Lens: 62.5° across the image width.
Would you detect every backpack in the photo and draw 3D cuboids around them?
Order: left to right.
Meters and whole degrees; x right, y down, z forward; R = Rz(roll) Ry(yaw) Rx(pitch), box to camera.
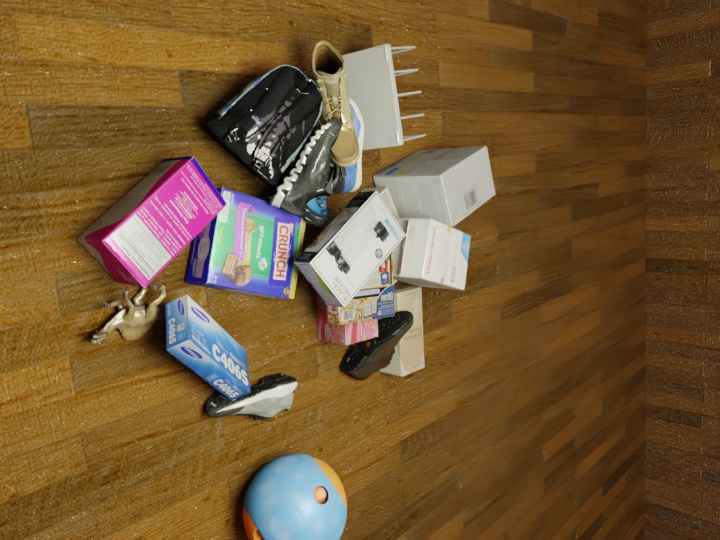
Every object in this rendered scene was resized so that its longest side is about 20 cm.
[{"bbox_3d":[-0.161,-0.278,1.079,0.163,0.154,0.200,40,86,-18],"label":"backpack"}]

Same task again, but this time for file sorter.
[{"bbox_3d":[0.054,-0.376,1.295,0.124,0.138,0.202,-23,110,-45],"label":"file sorter"}]

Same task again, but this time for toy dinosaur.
[{"bbox_3d":[-0.357,0.067,0.983,0.199,0.058,0.102,-10,117,-49],"label":"toy dinosaur"}]

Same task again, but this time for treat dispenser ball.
[{"bbox_3d":[-0.124,0.456,1.137,0.200,0.200,0.203,-5,97,-45],"label":"treat dispenser ball"}]

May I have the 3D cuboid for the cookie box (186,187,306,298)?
[{"bbox_3d":[-0.205,-0.044,1.099,0.199,0.075,0.173,14,82,-46],"label":"cookie box"}]

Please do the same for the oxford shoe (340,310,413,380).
[{"bbox_3d":[0.050,0.171,1.350,0.200,0.073,0.084,-42,128,5],"label":"oxford shoe"}]

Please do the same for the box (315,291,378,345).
[{"bbox_3d":[-0.029,0.049,1.273,0.102,0.094,0.202,-8,99,-43],"label":"box"}]

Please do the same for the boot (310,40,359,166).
[{"bbox_3d":[-0.048,-0.316,1.137,0.072,0.156,0.202,-11,71,-4],"label":"boot"}]

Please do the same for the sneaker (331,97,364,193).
[{"bbox_3d":[-0.052,-0.260,1.236,0.111,0.076,0.202,-20,115,-53],"label":"sneaker"}]

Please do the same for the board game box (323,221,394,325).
[{"bbox_3d":[0.000,0.000,1.198,0.151,0.046,0.202,-5,96,-41],"label":"board game box"}]

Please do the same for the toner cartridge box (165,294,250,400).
[{"bbox_3d":[-0.258,0.136,1.016,0.200,0.043,0.095,59,10,-50],"label":"toner cartridge box"}]

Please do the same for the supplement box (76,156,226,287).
[{"bbox_3d":[-0.330,-0.080,0.950,0.200,0.101,0.104,-51,127,-29],"label":"supplement box"}]

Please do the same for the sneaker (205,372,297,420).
[{"bbox_3d":[-0.202,0.256,1.134,0.199,0.074,0.080,-4,102,-46],"label":"sneaker"}]

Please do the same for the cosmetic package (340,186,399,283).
[{"bbox_3d":[0.044,-0.078,1.354,0.103,0.073,0.201,-43,123,-36],"label":"cosmetic package"}]

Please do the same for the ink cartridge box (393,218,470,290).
[{"bbox_3d":[0.135,-0.038,1.306,0.199,0.125,0.130,16,81,-49],"label":"ink cartridge box"}]

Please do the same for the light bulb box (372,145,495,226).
[{"bbox_3d":[0.173,-0.199,1.386,0.198,0.199,0.126,-34,119,-38],"label":"light bulb box"}]

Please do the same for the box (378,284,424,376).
[{"bbox_3d":[0.094,0.141,1.422,0.095,0.077,0.202,-14,103,-44],"label":"box"}]

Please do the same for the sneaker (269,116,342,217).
[{"bbox_3d":[-0.078,-0.181,1.086,0.090,0.066,0.201,33,85,-4],"label":"sneaker"}]

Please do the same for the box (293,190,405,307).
[{"bbox_3d":[-0.016,-0.041,1.112,0.200,0.060,0.117,-48,118,-24],"label":"box"}]

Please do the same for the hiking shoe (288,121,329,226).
[{"bbox_3d":[-0.096,-0.184,1.143,0.074,0.086,0.202,0,67,-47],"label":"hiking shoe"}]
